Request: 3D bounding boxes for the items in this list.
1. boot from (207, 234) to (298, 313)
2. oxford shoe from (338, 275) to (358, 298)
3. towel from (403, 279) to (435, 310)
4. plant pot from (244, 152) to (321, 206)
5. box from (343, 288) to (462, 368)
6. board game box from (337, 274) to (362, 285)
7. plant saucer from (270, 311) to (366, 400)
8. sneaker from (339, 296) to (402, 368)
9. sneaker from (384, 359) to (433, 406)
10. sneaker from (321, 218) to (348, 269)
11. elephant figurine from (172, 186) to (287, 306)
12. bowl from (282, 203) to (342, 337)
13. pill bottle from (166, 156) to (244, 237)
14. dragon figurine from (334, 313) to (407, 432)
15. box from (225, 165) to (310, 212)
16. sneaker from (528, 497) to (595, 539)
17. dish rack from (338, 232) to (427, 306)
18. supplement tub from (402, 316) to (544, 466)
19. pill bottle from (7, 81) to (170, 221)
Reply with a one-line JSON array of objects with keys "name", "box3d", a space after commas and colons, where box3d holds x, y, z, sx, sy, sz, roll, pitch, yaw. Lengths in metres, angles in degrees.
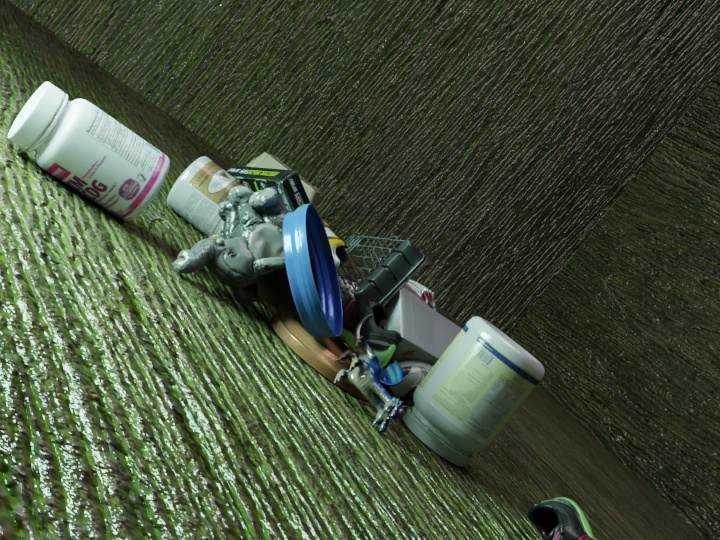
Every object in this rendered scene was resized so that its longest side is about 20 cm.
[{"name": "boot", "box3d": [-0.154, 0.003, 1.660, 0.200, 0.073, 0.155, 27, 4, 5]}, {"name": "oxford shoe", "box3d": [-0.039, 0.035, 1.815, 0.200, 0.058, 0.075, 37, 6, 7]}, {"name": "towel", "box3d": [0.092, 0.111, 1.902, 0.030, 0.200, 0.146, -15, 22, -28]}, {"name": "plant pot", "box3d": [-0.189, -0.134, 2.096, 0.200, 0.177, 0.200, 38, 5, 0]}, {"name": "box", "box3d": [0.080, 0.127, 1.738, 0.200, 0.124, 0.098, 34, 45, -43]}, {"name": "board game box", "box3d": [0.026, 0.080, 1.913, 0.200, 0.039, 0.158, 58, -21, -9]}, {"name": "plant saucer", "box3d": [-0.050, 0.125, 1.544, 0.200, 0.032, 0.200, 38, 5, -4]}, {"name": "sneaker", "box3d": [-0.003, 0.077, 1.600, 0.200, 0.084, 0.077, 44, -6, 37]}, {"name": "sneaker", "box3d": [0.121, 0.215, 1.692, 0.200, 0.076, 0.088, 21, 36, -31]}, {"name": "sneaker", "box3d": [-0.063, -0.036, 1.726, 0.090, 0.075, 0.200, 22, 18, 1]}, {"name": "elephant figurine", "box3d": [-0.171, -0.019, 1.485, 0.155, 0.142, 0.200, 4, 42, 6]}, {"name": "bowl", "box3d": [-0.071, 0.003, 1.485, 0.201, 0.039, 0.201, -12, 90, -82]}, {"name": "pill bottle", "box3d": [-0.238, -0.104, 1.816, 0.200, 0.114, 0.114, 38, 5, 1]}, {"name": "dragon figurine", "box3d": [0.020, 0.149, 1.443, 0.099, 0.059, 0.200, 39, 22, -16]}, {"name": "box", "box3d": [-0.156, -0.097, 1.881, 0.193, 0.048, 0.200, 12, -48, 49]}, {"name": "sneaker", "box3d": [0.292, 0.385, 1.367, 0.084, 0.077, 0.200, 11, 17, -27]}, {"name": "dish rack", "box3d": [0.000, 0.000, 1.725, 0.200, 0.153, 0.055, 9, -43, 54]}, {"name": "supplement tub", "box3d": [0.173, 0.188, 1.561, 0.145, 0.200, 0.145, 37, 5, -4]}, {"name": "pill bottle", "box3d": [-0.378, -0.166, 1.404, 0.200, 0.113, 0.113, 35, 6, -26]}]
